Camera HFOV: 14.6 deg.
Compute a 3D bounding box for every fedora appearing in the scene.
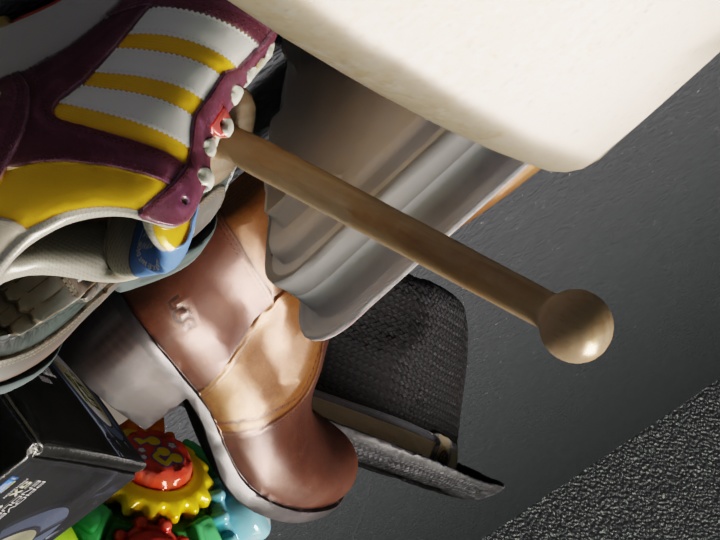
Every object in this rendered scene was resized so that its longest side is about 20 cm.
[{"bbox_3d":[-0.011,0.040,1.323,0.201,0.200,0.092,46,62,-79],"label":"fedora"}]

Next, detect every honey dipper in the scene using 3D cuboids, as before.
[{"bbox_3d":[-0.003,-0.020,0.887,0.038,0.200,0.038,-40,146,-35],"label":"honey dipper"}]

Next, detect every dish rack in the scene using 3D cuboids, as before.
[{"bbox_3d":[0.032,-0.086,0.945,0.200,0.043,0.172,-43,-153,31],"label":"dish rack"}]

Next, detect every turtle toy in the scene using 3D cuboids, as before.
[{"bbox_3d":[-0.124,0.132,1.344,0.200,0.146,0.101,-25,143,-48],"label":"turtle toy"}]

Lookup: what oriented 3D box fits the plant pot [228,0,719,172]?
[{"bbox_3d":[0.001,-0.153,0.386,0.200,0.200,0.177,-42,157,26],"label":"plant pot"}]

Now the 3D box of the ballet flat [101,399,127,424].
[{"bbox_3d":[-0.067,0.006,1.204,0.200,0.046,0.068,-35,134,-34],"label":"ballet flat"}]

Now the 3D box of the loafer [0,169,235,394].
[{"bbox_3d":[-0.102,-0.018,0.935,0.063,0.072,0.200,-52,172,31],"label":"loafer"}]

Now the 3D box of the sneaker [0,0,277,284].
[{"bbox_3d":[-0.064,-0.046,0.855,0.200,0.090,0.075,-32,168,-21],"label":"sneaker"}]

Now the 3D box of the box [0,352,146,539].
[{"bbox_3d":[-0.198,0.096,1.045,0.200,0.086,0.164,-37,170,2],"label":"box"}]

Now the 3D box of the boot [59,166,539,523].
[{"bbox_3d":[0.000,0.000,1.137,0.200,0.069,0.188,-41,132,9],"label":"boot"}]
